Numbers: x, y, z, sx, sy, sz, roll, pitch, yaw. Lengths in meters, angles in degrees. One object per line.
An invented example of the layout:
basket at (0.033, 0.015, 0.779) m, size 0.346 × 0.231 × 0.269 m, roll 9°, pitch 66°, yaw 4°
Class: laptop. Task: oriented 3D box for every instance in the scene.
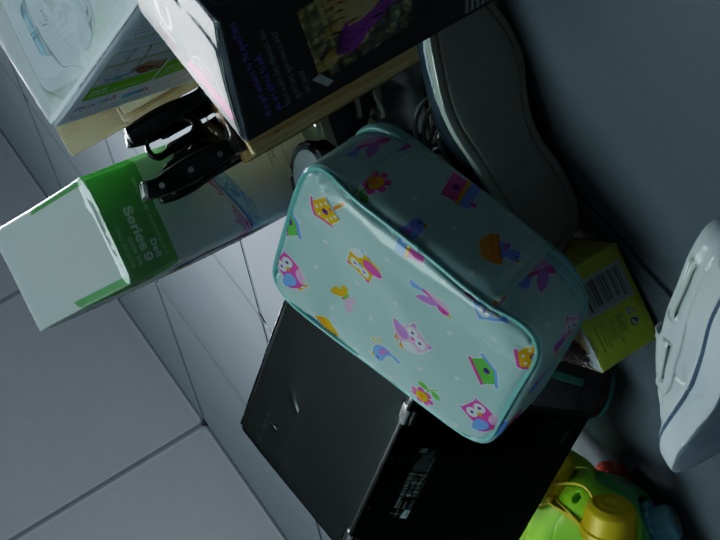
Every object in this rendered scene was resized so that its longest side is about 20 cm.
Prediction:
laptop at (0.031, 0.111, 1.257) m, size 0.187 × 0.200 × 0.116 m, roll 112°, pitch 160°, yaw -44°

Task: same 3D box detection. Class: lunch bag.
lunch bag at (0.039, 0.009, 1.109) m, size 0.200 × 0.077 × 0.160 m, roll 39°, pitch 147°, yaw 14°

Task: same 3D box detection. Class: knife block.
knife block at (-0.063, -0.116, 1.165) m, size 0.200 × 0.176 × 0.064 m, roll -27°, pitch 96°, yaw 38°

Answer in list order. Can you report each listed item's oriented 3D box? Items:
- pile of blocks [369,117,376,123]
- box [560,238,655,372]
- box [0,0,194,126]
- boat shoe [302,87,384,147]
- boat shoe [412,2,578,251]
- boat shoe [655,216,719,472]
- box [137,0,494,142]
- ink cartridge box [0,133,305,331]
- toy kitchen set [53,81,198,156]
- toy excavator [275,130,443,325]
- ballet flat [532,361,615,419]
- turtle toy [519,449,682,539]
pile of blocks at (-0.006, -0.054, 1.432) m, size 0.062 × 0.082 × 0.200 m, roll 38°, pitch 155°, yaw 56°
box at (0.125, 0.016, 1.186) m, size 0.075 × 0.050 × 0.200 m, roll 63°, pitch 166°, yaw -11°
box at (-0.115, -0.200, 1.143) m, size 0.097 × 0.200 × 0.176 m, roll 55°, pitch 137°, yaw 10°
boat shoe at (-0.019, -0.134, 1.317) m, size 0.075 × 0.062 × 0.200 m, roll 38°, pitch 150°, yaw 60°
boat shoe at (0.075, -0.095, 1.090) m, size 0.062 × 0.075 × 0.200 m, roll 20°, pitch 149°, yaw 52°
boat shoe at (0.197, 0.042, 0.966) m, size 0.065 × 0.074 × 0.200 m, roll 57°, pitch 157°, yaw 28°
box at (-0.017, -0.184, 0.951) m, size 0.122 × 0.200 × 0.106 m, roll 52°, pitch 164°, yaw 29°
ink cartridge box at (-0.146, -0.043, 1.291) m, size 0.145 × 0.200 × 0.088 m, roll -24°, pitch 94°, yaw 49°
toy kitchen set at (-0.136, -0.109, 1.461) m, size 0.181 × 0.200 × 0.163 m, roll 61°, pitch 179°, yaw -8°
toy excavator at (0.000, 0.000, 1.267) m, size 0.194 × 0.100 × 0.200 m, roll 18°, pitch 111°, yaw 51°
ballet flat at (0.124, 0.089, 1.289) m, size 0.073 × 0.073 × 0.200 m, roll 59°, pitch 164°, yaw 2°
turtle toy at (0.168, 0.197, 1.296) m, size 0.200 × 0.101 × 0.146 m, roll 42°, pitch 132°, yaw 52°
